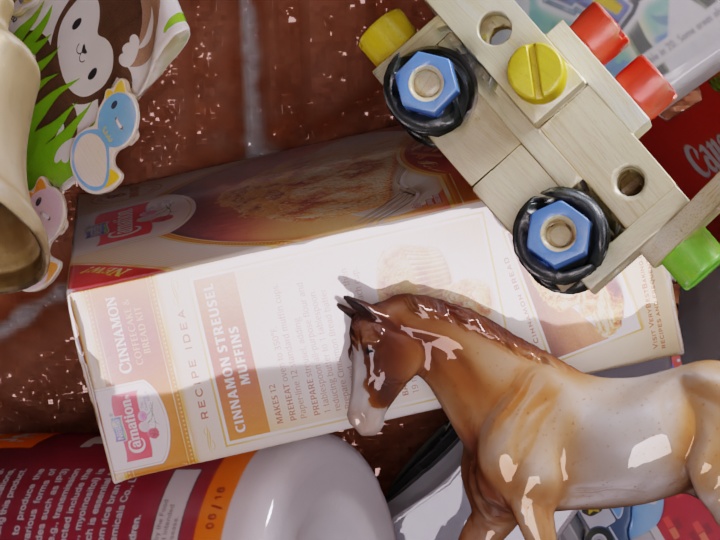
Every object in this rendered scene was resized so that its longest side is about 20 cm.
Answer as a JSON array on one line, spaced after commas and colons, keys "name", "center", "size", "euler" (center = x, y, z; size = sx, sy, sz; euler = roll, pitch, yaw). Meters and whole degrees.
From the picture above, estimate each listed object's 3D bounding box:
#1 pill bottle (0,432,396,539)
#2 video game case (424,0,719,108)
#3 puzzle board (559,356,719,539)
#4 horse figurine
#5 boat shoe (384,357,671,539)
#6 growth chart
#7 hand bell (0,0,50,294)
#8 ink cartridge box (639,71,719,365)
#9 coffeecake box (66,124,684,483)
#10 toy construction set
[{"name": "pill bottle", "center": [-0.095, 0.114, 1.009], "size": [0.199, 0.113, 0.114], "euler": [-2, 107, 28]}, {"name": "video game case", "center": [0.094, -0.159, 0.914], "size": [0.200, 0.022, 0.183], "euler": [-35, 77, 5]}, {"name": "puzzle board", "center": [0.127, 0.144, 1.075], "size": [0.150, 0.017, 0.201], "euler": [-31, 80, 3]}, {"name": "horse figurine", "center": [0.092, 0.074, 0.904], "size": [0.199, 0.050, 0.133], "euler": [-1, 78, 8]}, {"name": "boat shoe", "center": [0.045, 0.091, 1.058], "size": [0.069, 0.057, 0.200], "euler": [41, 93, -6]}, {"name": "growth chart", "center": [-0.109, -0.084, 0.986], "size": [0.018, 0.145, 0.200], "euler": [23, 105, -43]}, {"name": "hand bell", "center": [-0.125, -0.104, 0.955], "size": [0.104, 0.104, 0.201], "euler": [22, 65, -10]}, {"name": "ink cartridge box", "center": [0.139, 0.012, 0.986], "size": [0.050, 0.162, 0.200], "euler": [-38, 91, -10]}, {"name": "coffeecake box", "center": [0.000, 0.000, 0.998], "size": [0.199, 0.154, 0.073], "euler": [-13, 104, -2]}, {"name": "toy construction set", "center": [0.076, -0.070, 0.854], "size": [0.131, 0.092, 0.200], "euler": [-41, 66, 3]}]
